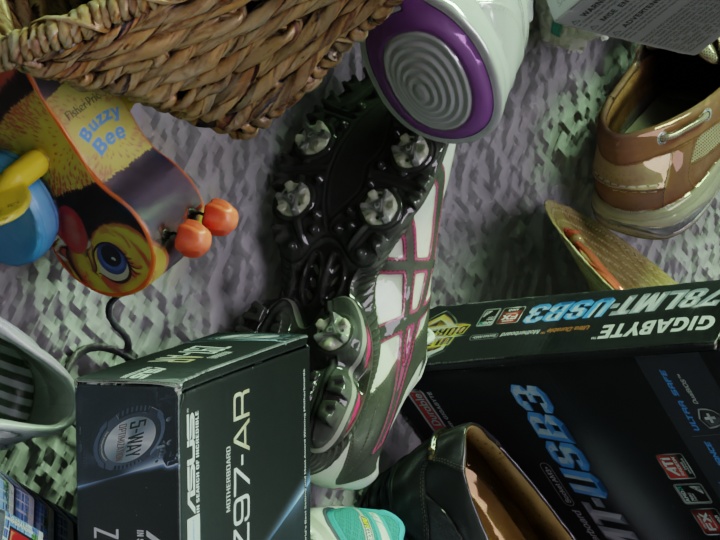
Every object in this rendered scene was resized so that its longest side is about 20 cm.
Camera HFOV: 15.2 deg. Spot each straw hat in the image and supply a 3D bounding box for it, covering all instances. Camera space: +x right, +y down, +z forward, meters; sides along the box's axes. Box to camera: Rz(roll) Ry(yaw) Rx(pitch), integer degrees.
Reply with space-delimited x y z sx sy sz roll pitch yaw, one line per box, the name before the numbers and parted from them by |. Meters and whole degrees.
straw hat | 0.135 0.057 1.327 0.085 0.201 0.201 -49 132 10

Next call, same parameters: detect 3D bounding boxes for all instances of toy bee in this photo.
toy bee | -0.099 -0.038 1.068 0.200 0.108 0.131 49 51 -33

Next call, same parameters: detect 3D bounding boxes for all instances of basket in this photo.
basket | -0.079 -0.173 1.026 0.148 0.143 0.201 14 45 -46

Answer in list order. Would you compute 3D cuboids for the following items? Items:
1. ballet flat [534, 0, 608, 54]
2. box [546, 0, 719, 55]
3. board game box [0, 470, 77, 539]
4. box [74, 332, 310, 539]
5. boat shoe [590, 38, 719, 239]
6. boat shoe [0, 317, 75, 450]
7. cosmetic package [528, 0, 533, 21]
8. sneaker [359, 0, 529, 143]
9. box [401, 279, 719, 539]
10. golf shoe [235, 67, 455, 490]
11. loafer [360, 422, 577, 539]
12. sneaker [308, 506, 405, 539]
ballet flat | 0.150 -0.165 1.398 0.200 0.071 0.072 -30 108 -43
box | 0.134 -0.221 1.285 0.101 0.112 0.201 8 57 -41
board game box | -0.158 0.160 0.971 0.200 0.061 0.201 45 54 -60
box | -0.063 0.132 1.075 0.160 0.043 0.202 -15 105 -73
boat shoe | 0.178 -0.101 1.392 0.200 0.075 0.072 -55 143 -38
boat shoe | -0.186 0.017 0.996 0.199 0.066 0.074 21 71 -45
cosmetic package | -0.007 -0.171 1.208 0.199 0.074 0.103 6 83 -46
sneaker | 0.019 -0.158 1.145 0.100 0.074 0.201 -54 131 -51
box | 0.134 0.094 1.245 0.201 0.198 0.050 56 48 -29
golf shoe | 0.000 0.000 1.213 0.088 0.077 0.201 47 58 -54
loafer | 0.087 0.155 1.215 0.200 0.072 0.073 45 43 3
sneaker | 0.030 0.183 1.155 0.079 0.078 0.201 -8 60 -40
